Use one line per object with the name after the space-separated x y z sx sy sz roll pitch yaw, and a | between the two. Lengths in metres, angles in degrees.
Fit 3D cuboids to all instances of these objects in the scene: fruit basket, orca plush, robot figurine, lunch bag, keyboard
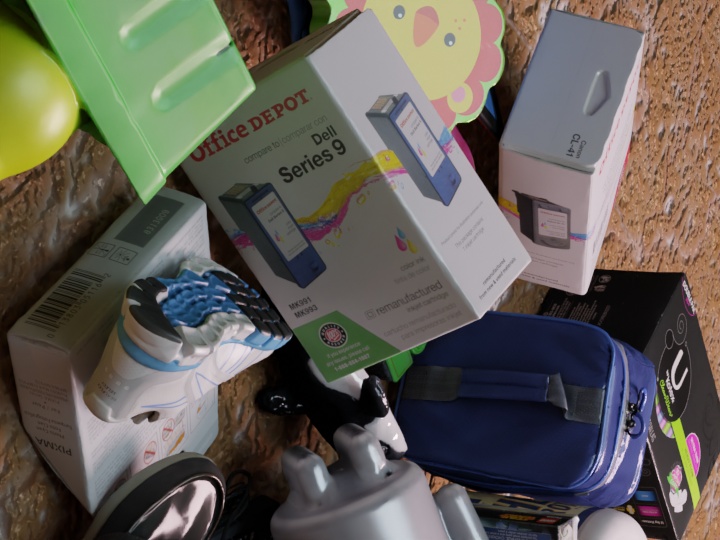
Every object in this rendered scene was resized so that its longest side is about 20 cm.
-0.181 -0.125 1.100 0.215 0.156 0.217 -13 127 -17 | fruit basket
-0.038 0.074 1.393 0.071 0.105 0.200 -38 135 -13 | orca plush
0.010 0.208 1.371 0.113 0.169 0.201 -159 -131 -80 | robot figurine
0.131 0.106 1.550 0.132 0.199 0.137 24 73 -60 | lunch bag
-0.100 0.199 1.321 0.200 0.039 0.105 -21 112 -61 | keyboard

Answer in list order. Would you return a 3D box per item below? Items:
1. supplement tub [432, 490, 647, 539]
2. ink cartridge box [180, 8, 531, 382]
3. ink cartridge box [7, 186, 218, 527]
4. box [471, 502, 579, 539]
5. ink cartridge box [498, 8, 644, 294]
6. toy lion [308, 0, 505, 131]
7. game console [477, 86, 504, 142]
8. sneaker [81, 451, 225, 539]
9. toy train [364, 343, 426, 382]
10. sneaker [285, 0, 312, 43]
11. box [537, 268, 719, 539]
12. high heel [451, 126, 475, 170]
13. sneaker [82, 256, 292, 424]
0.109 0.244 1.528 0.145 0.199 0.146 -11 102 -59 | supplement tub
-0.009 -0.047 1.290 0.201 0.145 0.087 58 41 -10 | ink cartridge box
-0.147 0.072 1.250 0.160 0.047 0.201 -52 152 -44 | ink cartridge box
0.059 0.235 1.443 0.040 0.199 0.138 -13 104 -60 | box
0.171 -0.095 1.653 0.200 0.085 0.148 82 26 -59 | ink cartridge box
0.025 -0.195 1.359 0.200 0.069 0.192 32 81 -29 | toy lion
0.106 -0.219 1.515 0.172 0.119 0.200 -45 158 3 | game console
-0.123 0.198 1.181 0.200 0.106 0.075 -50 133 -26 | sneaker
0.000 0.000 1.480 0.056 0.042 0.201 -48 134 -32 | toy train
-0.005 -0.151 1.426 0.082 0.074 0.201 -52 128 -41 | sneaker
0.235 0.120 1.807 0.149 0.124 0.201 -56 137 -39 | box
0.039 -0.113 1.495 0.096 0.067 0.201 -3 91 -69 | high heel
-0.110 0.048 1.191 0.087 0.075 0.200 -53 166 15 | sneaker
